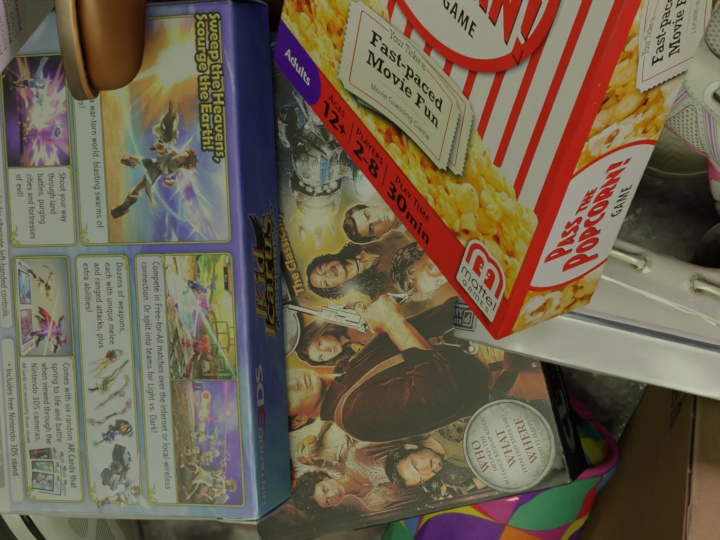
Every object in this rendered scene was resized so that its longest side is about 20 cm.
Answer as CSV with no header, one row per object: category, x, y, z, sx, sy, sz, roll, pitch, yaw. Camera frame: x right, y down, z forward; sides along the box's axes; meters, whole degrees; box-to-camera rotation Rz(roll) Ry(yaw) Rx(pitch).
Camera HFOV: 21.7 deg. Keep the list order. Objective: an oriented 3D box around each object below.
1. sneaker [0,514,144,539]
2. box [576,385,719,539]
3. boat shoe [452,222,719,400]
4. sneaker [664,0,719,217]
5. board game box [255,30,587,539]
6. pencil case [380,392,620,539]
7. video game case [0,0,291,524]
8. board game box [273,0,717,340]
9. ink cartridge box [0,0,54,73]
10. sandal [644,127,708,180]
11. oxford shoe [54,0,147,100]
sneaker,-0.115,0.053,0.831,0.115,0.076,0.201,-14,114,20
box,0.107,0.125,0.755,0.021,0.200,0.164,22,122,-1
boat shoe,0.135,0.015,0.702,0.199,0.072,0.066,12,89,-2
sneaker,0.150,-0.065,0.662,0.200,0.088,0.082,35,83,-42
board game box,0.000,0.000,0.756,0.135,0.035,0.201,-15,91,19
pencil case,0.046,0.136,0.846,0.088,0.089,0.201,21,123,-1
video game case,-0.121,-0.003,0.753,0.180,0.045,0.201,-1,95,19
board game box,0.043,-0.100,0.608,0.152,0.046,0.200,52,146,30
ink cartridge box,-0.189,-0.133,0.666,0.128,0.200,0.126,-1,120,11
sandal,0.100,-0.119,0.702,0.080,0.054,0.201,-7,118,15
oxford shoe,-0.070,-0.157,0.674,0.071,0.071,0.201,11,96,-1
